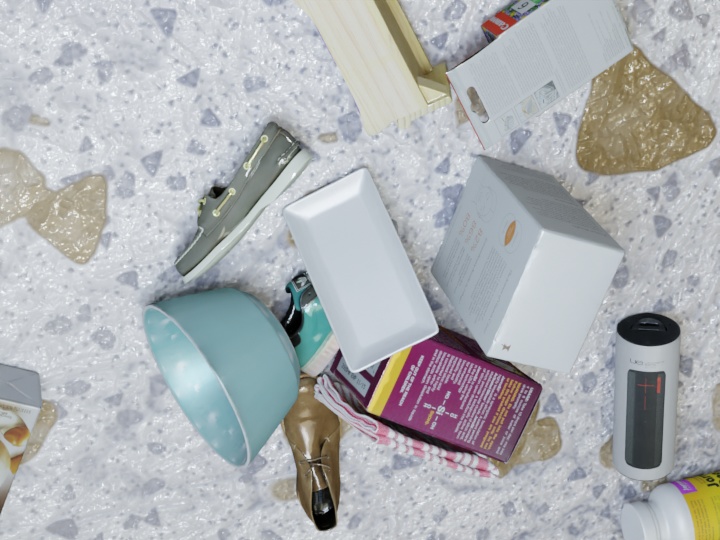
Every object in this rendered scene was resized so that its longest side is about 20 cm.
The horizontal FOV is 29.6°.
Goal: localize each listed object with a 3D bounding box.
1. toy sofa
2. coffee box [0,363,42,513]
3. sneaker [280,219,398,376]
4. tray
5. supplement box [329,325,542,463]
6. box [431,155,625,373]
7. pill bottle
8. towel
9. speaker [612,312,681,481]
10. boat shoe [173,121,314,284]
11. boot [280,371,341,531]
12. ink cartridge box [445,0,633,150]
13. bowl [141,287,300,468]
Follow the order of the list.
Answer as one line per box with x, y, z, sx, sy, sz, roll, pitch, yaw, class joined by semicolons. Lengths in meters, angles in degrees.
0.011;-0.245;1.378;0.097;0.083;0.201;-23;122;14;toy sofa
-0.428;0.200;1.467;0.113;0.080;0.202;16;110;-23;coffee box
-0.034;0.019;1.506;0.079;0.071;0.201;28;100;-22;sneaker
0.000;0.000;1.463;0.106;0.202;0.022;-25;164;4;tray
0.085;0.123;1.554;0.198;0.131;0.104;23;96;-25;supplement box
0.176;-0.009;1.483;0.105;0.200;0.154;13;113;-23;box
0.448;0.324;1.793;0.197;0.104;0.106;-9;119;-13;pill bottle
0.054;0.180;1.557;0.199;0.146;0.030;23;95;-36;towel
0.354;0.156;1.694;0.080;0.081;0.203;-10;119;-12;speaker
-0.133;-0.069;1.434;0.060;0.072;0.202;44;110;-2;boat shoe
-0.050;0.214;1.598;0.073;0.076;0.203;-11;116;-7;boot
0.184;-0.230;1.452;0.199;0.050;0.110;-34;122;-3;ink cartridge box
-0.137;0.100;1.461;0.104;0.200;0.203;-31;123;-23;bowl
